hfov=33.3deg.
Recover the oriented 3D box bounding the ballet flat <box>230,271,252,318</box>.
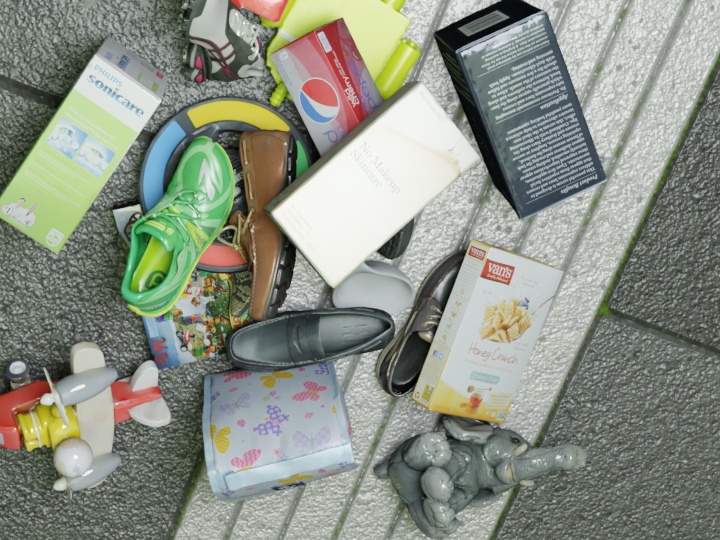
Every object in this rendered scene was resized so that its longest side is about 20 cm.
[{"bbox_3d":[-0.093,-0.038,1.369,0.200,0.068,0.075,-44,102,-13],"label":"ballet flat"}]

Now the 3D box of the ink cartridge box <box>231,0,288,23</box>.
[{"bbox_3d":[-0.154,-0.358,1.271,0.198,0.067,0.117,25,104,-13],"label":"ink cartridge box"}]

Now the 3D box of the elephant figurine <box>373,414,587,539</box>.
[{"bbox_3d":[0.146,0.237,1.476,0.198,0.156,0.142,-19,149,-27],"label":"elephant figurine"}]

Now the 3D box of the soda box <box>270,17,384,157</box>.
[{"bbox_3d":[-0.013,-0.160,1.284,0.070,0.063,0.202,-20,102,37],"label":"soda box"}]

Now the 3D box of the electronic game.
[{"bbox_3d":[-0.147,-0.096,1.330,0.197,0.042,0.203,0,78,1],"label":"electronic game"}]

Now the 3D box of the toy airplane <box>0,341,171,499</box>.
[{"bbox_3d":[-0.316,0.176,1.386,0.198,0.142,0.200,-32,133,21],"label":"toy airplane"}]

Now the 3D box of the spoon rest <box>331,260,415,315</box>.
[{"bbox_3d":[0.000,0.000,1.375,0.098,0.061,0.201,-14,140,12],"label":"spoon rest"}]

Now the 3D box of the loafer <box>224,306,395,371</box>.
[{"bbox_3d":[-0.057,0.074,1.383,0.198,0.070,0.069,-7,81,-9],"label":"loafer"}]

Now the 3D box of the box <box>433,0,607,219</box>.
[{"bbox_3d":[0.174,-0.182,1.323,0.106,0.149,0.202,-23,110,2],"label":"box"}]

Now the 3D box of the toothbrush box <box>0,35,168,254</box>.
[{"bbox_3d":[-0.296,-0.137,1.286,0.086,0.146,0.201,32,101,-15],"label":"toothbrush box"}]

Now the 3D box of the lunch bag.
[{"bbox_3d":[-0.094,0.189,1.387,0.168,0.200,0.129,-15,109,-2],"label":"lunch bag"}]

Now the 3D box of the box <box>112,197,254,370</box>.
[{"bbox_3d":[-0.196,0.004,1.400,0.135,0.038,0.202,-13,109,-2],"label":"box"}]

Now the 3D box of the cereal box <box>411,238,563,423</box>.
[{"bbox_3d":[0.151,0.075,1.415,0.143,0.039,0.202,14,99,-43],"label":"cereal box"}]

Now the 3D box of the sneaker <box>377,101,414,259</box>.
[{"bbox_3d":[0.055,-0.103,1.375,0.090,0.076,0.202,-23,135,-39],"label":"sneaker"}]

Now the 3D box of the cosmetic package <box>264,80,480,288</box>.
[{"bbox_3d":[0.010,-0.088,1.214,0.200,0.073,0.104,-42,102,-3],"label":"cosmetic package"}]

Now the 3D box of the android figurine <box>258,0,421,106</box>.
[{"bbox_3d":[-0.027,-0.257,1.334,0.181,0.041,0.201,32,100,-15],"label":"android figurine"}]

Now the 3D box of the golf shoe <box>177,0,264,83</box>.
[{"bbox_3d":[-0.142,-0.256,1.246,0.087,0.200,0.078,8,76,-2],"label":"golf shoe"}]

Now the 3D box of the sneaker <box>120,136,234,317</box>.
[{"bbox_3d":[-0.191,-0.045,1.266,0.073,0.084,0.202,22,86,10],"label":"sneaker"}]

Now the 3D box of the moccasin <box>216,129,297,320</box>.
[{"bbox_3d":[-0.108,-0.049,1.270,0.077,0.074,0.204,-1,87,7],"label":"moccasin"}]

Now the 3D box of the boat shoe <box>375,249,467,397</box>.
[{"bbox_3d":[0.090,0.071,1.436,0.074,0.073,0.201,26,103,-14],"label":"boat shoe"}]
